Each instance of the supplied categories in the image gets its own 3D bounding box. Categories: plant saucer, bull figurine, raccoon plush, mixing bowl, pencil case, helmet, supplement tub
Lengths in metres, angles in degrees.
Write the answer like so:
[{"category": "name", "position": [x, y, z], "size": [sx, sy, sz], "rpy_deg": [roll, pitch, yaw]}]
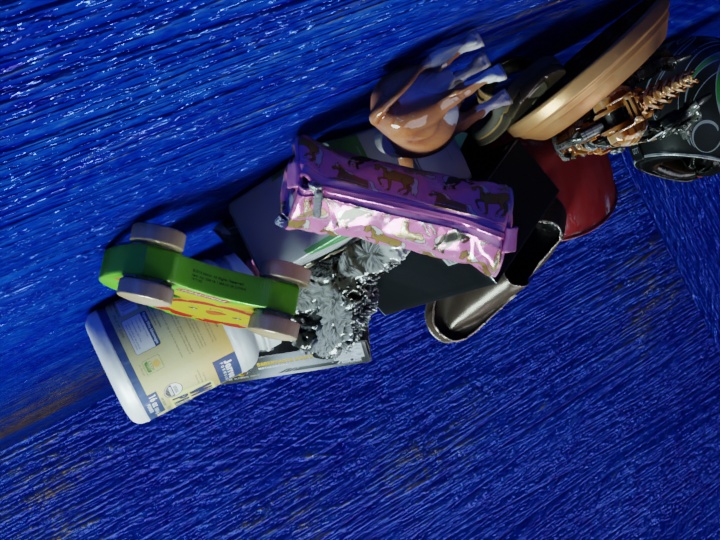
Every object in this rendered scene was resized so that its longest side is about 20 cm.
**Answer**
[{"category": "plant saucer", "position": [0.229, -0.194, 1.151], "size": [0.200, 0.038, 0.200], "rpy_deg": [-41, -174, 5]}, {"category": "bull figurine", "position": [0.059, -0.134, 0.956], "size": [0.121, 0.066, 0.200], "rpy_deg": [-31, 179, 7]}, {"category": "raccoon plush", "position": [0.006, 0.014, 1.179], "size": [0.199, 0.097, 0.134], "rpy_deg": [-26, -174, 32]}, {"category": "mixing bowl", "position": [0.197, -0.132, 1.325], "size": [0.199, 0.200, 0.109], "rpy_deg": [-25, 134, -25]}, {"category": "pencil case", "position": [0.032, -0.053, 0.970], "size": [0.198, 0.087, 0.083], "rpy_deg": [13, 136, -6]}, {"category": "helmet", "position": [0.469, -0.234, 1.644], "size": [0.197, 0.193, 0.200], "rpy_deg": [7, 172, 1]}, {"category": "supplement tub", "position": [-0.206, 0.075, 1.372], "size": [0.198, 0.146, 0.144], "rpy_deg": [-26, 177, -11]}]

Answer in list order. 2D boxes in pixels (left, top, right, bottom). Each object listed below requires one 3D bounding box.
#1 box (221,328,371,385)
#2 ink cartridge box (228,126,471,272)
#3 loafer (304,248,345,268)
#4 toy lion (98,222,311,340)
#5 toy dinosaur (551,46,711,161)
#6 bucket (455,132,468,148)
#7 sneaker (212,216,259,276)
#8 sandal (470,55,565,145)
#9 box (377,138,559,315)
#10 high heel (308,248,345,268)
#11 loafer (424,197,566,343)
[{"category": "box", "position": [-0.089, 0.055, 1.489], "size": [0.197, 0.160, 0.049], "rpy_deg": [-9, 141, 5]}, {"category": "ink cartridge box", "position": [-0.005, -0.077, 1.136], "size": [0.145, 0.085, 0.199], "rpy_deg": [-29, 177, 40]}, {"category": "loafer", "position": [-0.030, -0.057, 1.345], "size": [0.199, 0.076, 0.068], "rpy_deg": [-29, 171, 24]}, {"category": "toy lion", "position": [-0.148, 0.019, 1.071], "size": [0.198, 0.070, 0.191], "rpy_deg": [17, 168, -29]}, {"category": "toy dinosaur", "position": [0.272, -0.154, 1.166], "size": [0.135, 0.103, 0.199], "rpy_deg": [-26, -159, -23]}, {"category": "bucket", "position": [0.154, -0.108, 1.525], "size": [0.206, 0.136, 0.207], "rpy_deg": [-27, 177, -1]}, {"category": "sneaker", "position": [-0.089, -0.046, 1.231], "size": [0.086, 0.080, 0.200], "rpy_deg": [-47, 176, 7]}, {"category": "sandal", "position": [0.137, -0.170, 1.097], "size": [0.082, 0.055, 0.200], "rpy_deg": [-41, 179, -3]}, {"category": "box", "position": [0.092, -0.041, 1.221], "size": [0.199, 0.079, 0.142], "rpy_deg": [-19, -149, 56]}, {"category": "high heel", "position": [0.000, 0.000, 1.304], "size": [0.096, 0.068, 0.199], "rpy_deg": [-35, 176, 42]}, {"category": "loafer", "position": [0.142, 0.000, 1.245], "size": [0.200, 0.073, 0.071], "rpy_deg": [-50, -169, 13]}]
